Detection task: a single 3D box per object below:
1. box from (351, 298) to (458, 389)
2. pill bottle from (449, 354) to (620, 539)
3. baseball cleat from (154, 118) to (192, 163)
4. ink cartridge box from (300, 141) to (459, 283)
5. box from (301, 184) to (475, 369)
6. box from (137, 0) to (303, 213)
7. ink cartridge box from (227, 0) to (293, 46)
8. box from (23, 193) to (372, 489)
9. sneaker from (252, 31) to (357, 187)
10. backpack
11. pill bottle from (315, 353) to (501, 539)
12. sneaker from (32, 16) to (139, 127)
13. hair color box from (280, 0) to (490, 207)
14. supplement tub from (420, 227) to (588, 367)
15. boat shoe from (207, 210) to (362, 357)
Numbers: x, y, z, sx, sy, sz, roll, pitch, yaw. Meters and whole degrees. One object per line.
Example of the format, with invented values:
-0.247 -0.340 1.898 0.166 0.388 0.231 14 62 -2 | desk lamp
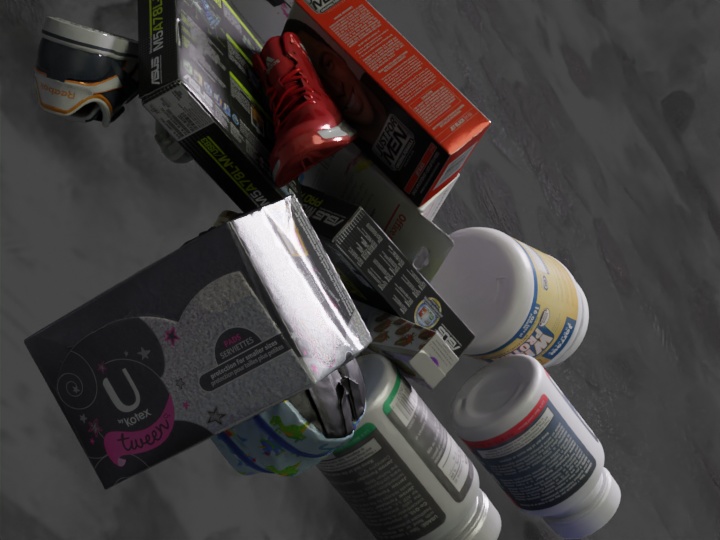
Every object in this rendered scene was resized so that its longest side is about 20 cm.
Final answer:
0.019 0.063 1.400 0.041 0.039 0.200 51 -15 -27 | box
0.199 0.201 1.665 0.200 0.120 0.120 51 26 -24 | pill bottle
-0.143 -0.166 1.415 0.106 0.070 0.200 30 39 -36 | baseball cleat
0.017 -0.082 1.453 0.200 0.115 0.068 41 58 8 | ink cartridge box
0.000 0.000 1.434 0.200 0.044 0.160 47 -13 -35 | box
-0.123 -0.160 1.316 0.200 0.047 0.193 48 23 -44 | box
-0.072 -0.317 1.560 0.084 0.200 0.145 49 28 -33 | ink cartridge box
-0.117 0.053 1.089 0.132 0.200 0.115 62 26 -1 | box
-0.065 -0.141 1.290 0.116 0.078 0.200 58 6 -4 | sneaker
-0.082 0.071 1.238 0.200 0.154 0.163 41 24 3 | backpack
0.036 0.183 1.366 0.200 0.113 0.113 53 26 -21 | pill bottle
-0.226 -0.165 1.261 0.200 0.078 0.080 -27 133 -79 | sneaker
0.016 -0.164 1.366 0.200 0.102 0.061 46 60 9 | hair color box
0.169 0.039 1.742 0.200 0.145 0.145 20 47 -56 | supplement tub
-0.076 0.035 1.367 0.065 0.072 0.200 -51 119 -20 | boat shoe
